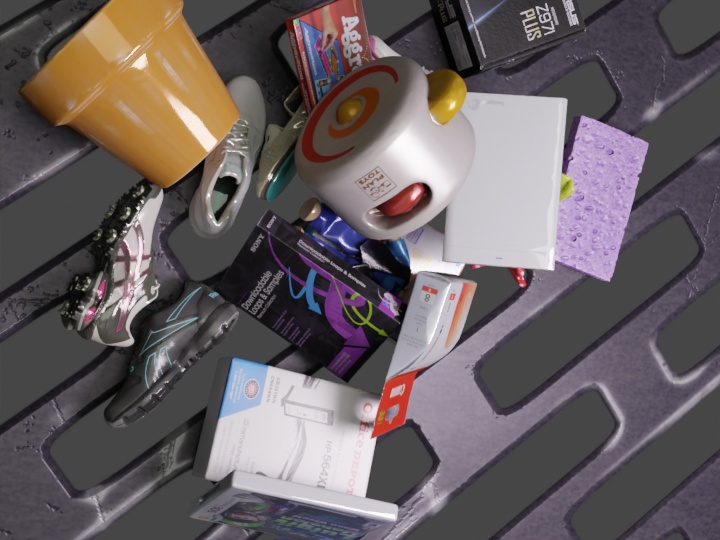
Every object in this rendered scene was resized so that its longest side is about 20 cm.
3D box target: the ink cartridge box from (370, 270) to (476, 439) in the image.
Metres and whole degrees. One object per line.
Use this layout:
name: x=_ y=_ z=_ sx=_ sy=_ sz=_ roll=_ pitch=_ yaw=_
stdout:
ink cartridge box: x=0.078 y=0.101 z=1.275 sx=0.050 sy=0.162 sz=0.201 roll=15 pitch=93 yaw=16

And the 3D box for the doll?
doll: x=0.000 y=0.000 z=1.300 sx=0.199 sy=0.048 sz=0.137 roll=33 pitch=81 yaw=-22

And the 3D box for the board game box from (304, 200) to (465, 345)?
board game box: x=0.022 y=-0.010 z=1.355 sx=0.199 sy=0.040 sz=0.154 roll=33 pitch=81 yaw=-17

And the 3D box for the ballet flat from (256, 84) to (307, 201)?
ballet flat: x=-0.079 y=-0.173 z=1.316 sx=0.062 sy=0.068 sz=0.200 roll=33 pitch=75 yaw=13

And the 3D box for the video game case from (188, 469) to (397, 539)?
video game case: x=-0.083 y=0.282 z=1.255 sx=0.199 sy=0.182 sz=0.023 roll=16 pitch=62 yaw=-19

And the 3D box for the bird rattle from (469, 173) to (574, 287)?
bird rattle: x=0.213 y=-0.086 z=1.368 sx=0.112 sy=0.201 sz=0.164 roll=14 pitch=49 yaw=12

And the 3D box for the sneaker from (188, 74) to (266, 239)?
sneaker: x=-0.149 y=-0.135 z=1.274 sx=0.070 sy=0.080 sz=0.202 roll=13 pitch=85 yaw=-17

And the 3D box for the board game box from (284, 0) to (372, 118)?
board game box: x=-0.024 y=-0.220 z=1.281 sx=0.103 sy=0.019 sz=0.201 roll=-32 pitch=125 yaw=-31

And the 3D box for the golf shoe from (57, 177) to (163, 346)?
golf shoe: x=-0.269 y=-0.010 z=1.242 sx=0.088 sy=0.077 sz=0.201 roll=30 pitch=81 yaw=-31

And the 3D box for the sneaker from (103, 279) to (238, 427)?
sneaker: x=-0.234 y=0.098 z=1.263 sx=0.079 sy=0.075 sz=0.200 roll=42 pitch=76 yaw=5

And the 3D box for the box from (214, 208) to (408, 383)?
box: x=-0.061 y=0.033 z=1.259 sx=0.199 sy=0.143 sz=0.036 roll=35 pitch=45 yaw=-3

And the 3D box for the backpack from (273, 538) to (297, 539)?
backpack: x=-0.056 y=0.442 z=1.272 sx=0.161 sy=0.168 sz=0.201 roll=12 pitch=96 yaw=-12

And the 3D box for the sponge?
sponge: x=0.315 y=-0.097 z=1.461 sx=0.111 sy=0.030 sz=0.201 roll=18 pitch=86 yaw=-18

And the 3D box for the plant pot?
plant pot: x=-0.237 y=-0.199 z=1.182 sx=0.183 sy=0.200 sz=0.200 roll=46 pitch=77 yaw=-18

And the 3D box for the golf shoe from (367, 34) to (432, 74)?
golf shoe: x=0.072 y=-0.228 z=1.358 sx=0.200 sy=0.075 sz=0.092 roll=48 pitch=68 yaw=-22

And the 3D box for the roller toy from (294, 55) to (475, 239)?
roller toy: x=0.025 y=-0.141 z=1.205 sx=0.140 sy=0.200 sz=0.183 roll=42 pitch=74 yaw=-34

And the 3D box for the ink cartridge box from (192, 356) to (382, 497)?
ink cartridge box: x=-0.085 y=0.197 z=1.292 sx=0.199 sy=0.084 sz=0.147 roll=15 pitch=78 yaw=-18

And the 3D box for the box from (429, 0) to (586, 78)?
box: x=0.174 y=-0.367 z=1.377 sx=0.163 sy=0.086 sz=0.201 roll=-22 pitch=98 yaw=-18

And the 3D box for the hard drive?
hard drive: x=0.169 y=-0.105 z=1.266 sx=0.131 sy=0.026 sz=0.202 roll=5 pitch=89 yaw=7
